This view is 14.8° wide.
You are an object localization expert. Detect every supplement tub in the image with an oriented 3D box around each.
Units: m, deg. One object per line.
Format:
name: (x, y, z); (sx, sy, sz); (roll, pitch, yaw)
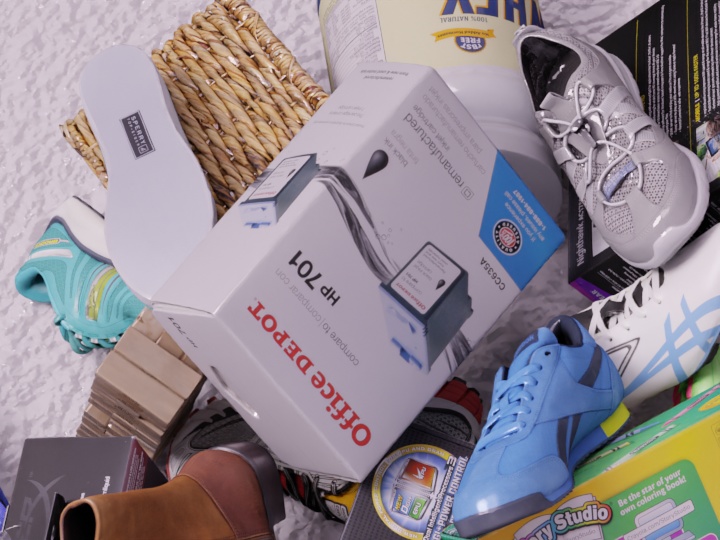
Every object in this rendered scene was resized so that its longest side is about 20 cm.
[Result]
supplement tub: (0.053, -0.118, 1.781); (0.145, 0.145, 0.200); (-16, 55, 9)

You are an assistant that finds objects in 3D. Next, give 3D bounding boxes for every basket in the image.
basket: (-0.068, -0.052, 1.779); (0.149, 0.143, 0.200); (-40, 51, -2)

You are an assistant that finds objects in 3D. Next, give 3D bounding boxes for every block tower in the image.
block tower: (-0.132, 0.078, 1.697); (0.058, 0.200, 0.054); (36, 74, -1)

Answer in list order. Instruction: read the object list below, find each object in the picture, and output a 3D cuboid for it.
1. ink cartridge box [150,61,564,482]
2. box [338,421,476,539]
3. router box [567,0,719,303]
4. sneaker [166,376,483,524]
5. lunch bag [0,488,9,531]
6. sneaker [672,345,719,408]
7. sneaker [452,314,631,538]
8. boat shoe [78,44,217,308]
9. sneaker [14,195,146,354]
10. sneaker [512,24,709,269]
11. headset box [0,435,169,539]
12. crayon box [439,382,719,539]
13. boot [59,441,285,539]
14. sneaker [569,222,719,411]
ink cartridge box: (0.000, 0.000, 1.609); (0.200, 0.147, 0.086); (-50, 27, -20)
box: (0.055, 0.201, 1.597); (0.160, 0.044, 0.200); (21, 64, 2)
router box: (0.196, -0.087, 1.708); (0.149, 0.051, 0.200); (-34, 35, 34)
sneaker: (-0.025, 0.115, 1.700); (0.199, 0.078, 0.082); (-8, 57, 15)
lunch bag: (-0.315, 0.152, 1.755); (0.170, 0.124, 0.200); (-36, 46, -6)
sneaker: (0.240, 0.032, 1.673); (0.084, 0.077, 0.200); (16, 58, -4)
sneaker: (0.089, 0.083, 1.528); (0.066, 0.079, 0.200); (-18, 11, 28)
boat shoe: (-0.122, -0.050, 1.678); (0.068, 0.057, 0.200); (-20, 53, 4)
sneaker: (-0.157, 0.026, 1.809); (0.080, 0.078, 0.200); (-48, 41, -7)
sneaker: (0.137, -0.074, 1.638); (0.075, 0.082, 0.200); (-50, 36, 16)
headset box: (-0.148, 0.197, 1.613); (0.075, 0.200, 0.149); (-3, 57, 20)
crayon box: (0.159, 0.156, 1.550); (0.200, 0.119, 0.058); (-26, 7, -17)
boot: (-0.087, 0.200, 1.562); (0.068, 0.200, 0.189); (-6, 96, 24)
sneaker: (0.157, 0.039, 1.627); (0.200, 0.072, 0.072); (-48, 22, 35)
